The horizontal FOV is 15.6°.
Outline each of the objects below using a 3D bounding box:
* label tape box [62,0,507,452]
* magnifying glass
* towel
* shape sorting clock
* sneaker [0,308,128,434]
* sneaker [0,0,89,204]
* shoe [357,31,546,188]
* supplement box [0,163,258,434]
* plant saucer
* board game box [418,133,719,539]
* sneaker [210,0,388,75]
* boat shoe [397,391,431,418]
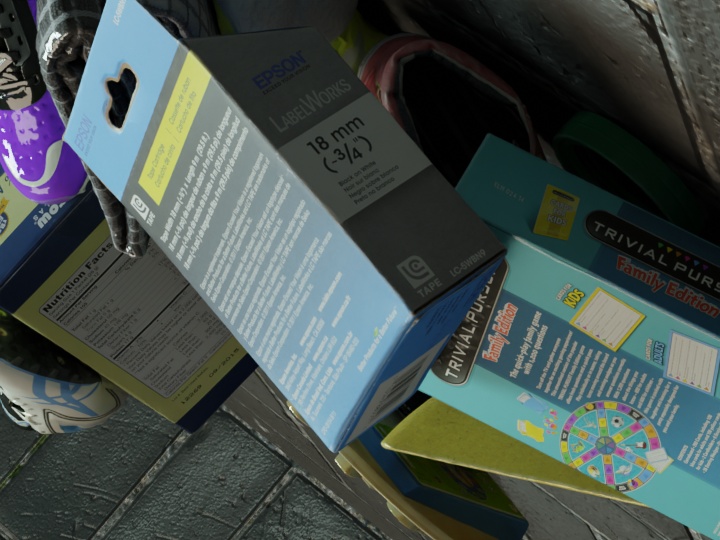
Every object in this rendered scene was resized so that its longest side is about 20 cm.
[{"bbox_3d":[-0.038,-0.036,1.182,0.200,0.063,0.144,49,150,11],"label":"label tape box"},{"bbox_3d":[0.132,-0.019,1.264,0.079,0.022,0.200,38,171,21],"label":"magnifying glass"},{"bbox_3d":[-0.109,-0.119,1.306,0.201,0.085,0.167,71,-174,-53],"label":"towel"},{"bbox_3d":[0.014,0.096,1.445,0.200,0.039,0.200,39,-168,-10],"label":"shape sorting clock"},{"bbox_3d":[-0.189,0.064,1.543,0.072,0.072,0.200,46,-176,15],"label":"sneaker"},{"bbox_3d":[-0.192,-0.132,1.378,0.069,0.202,0.099,-6,-177,27],"label":"sneaker"},{"bbox_3d":[0.067,-0.025,1.258,0.201,0.071,0.091,56,178,-7],"label":"shoe"},{"bbox_3d":[-0.153,-0.045,1.543,0.200,0.134,0.200,48,-175,41],"label":"supplement box"},{"bbox_3d":[0.139,0.097,1.381,0.199,0.049,0.200,10,176,26],"label":"plant saucer"},{"bbox_3d":[0.123,0.038,1.200,0.199,0.047,0.151,27,146,7],"label":"board game box"},{"bbox_3d":[-0.041,-0.123,1.320,0.105,0.076,0.200,34,170,39],"label":"sneaker"},{"bbox_3d":[0.000,0.000,1.411,0.074,0.062,0.201,-23,94,35],"label":"boat shoe"}]
